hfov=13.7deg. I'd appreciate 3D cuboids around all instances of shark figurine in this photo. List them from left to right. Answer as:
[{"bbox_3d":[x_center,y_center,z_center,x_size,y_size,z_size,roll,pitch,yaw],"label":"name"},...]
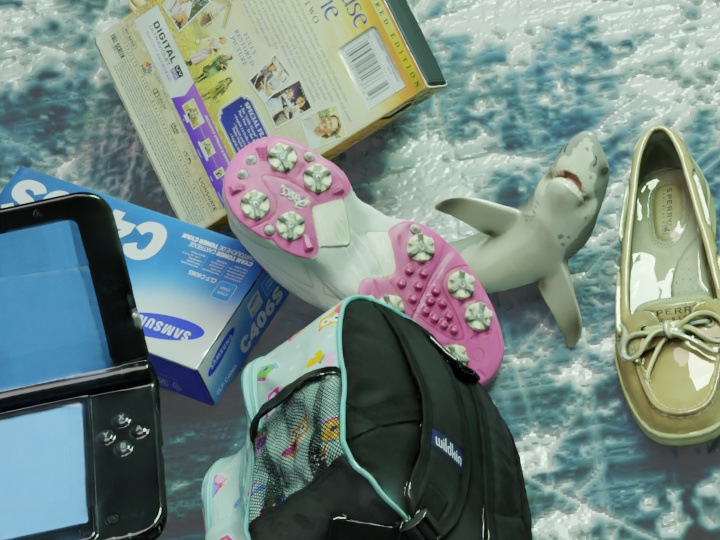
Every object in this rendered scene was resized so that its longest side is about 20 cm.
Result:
[{"bbox_3d":[0.076,-0.024,1.815,0.214,0.129,0.089,-5,24,35],"label":"shark figurine"}]

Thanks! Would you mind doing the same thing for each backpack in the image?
[{"bbox_3d":[0.006,0.120,1.647,0.153,0.176,0.200,-35,32,29],"label":"backpack"}]

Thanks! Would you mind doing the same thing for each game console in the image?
[{"bbox_3d":[-0.221,0.073,1.699,0.199,0.117,0.176,-12,50,6],"label":"game console"}]

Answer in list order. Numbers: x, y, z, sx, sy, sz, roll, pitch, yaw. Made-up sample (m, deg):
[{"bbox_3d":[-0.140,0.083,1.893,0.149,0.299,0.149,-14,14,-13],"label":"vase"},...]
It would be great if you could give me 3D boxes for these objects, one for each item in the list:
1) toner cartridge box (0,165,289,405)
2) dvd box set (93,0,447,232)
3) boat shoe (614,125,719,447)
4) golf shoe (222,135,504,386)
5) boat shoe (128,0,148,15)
[{"bbox_3d":[-0.152,0.007,1.865,0.199,0.043,0.095,18,62,28],"label":"toner cartridge box"},{"bbox_3d":[-0.058,-0.129,1.851,0.200,0.029,0.147,-32,80,28],"label":"dvd box set"},{"bbox_3d":[0.180,0.009,1.748,0.073,0.063,0.201,-5,52,13],"label":"boat shoe"},{"bbox_3d":[0.000,0.000,1.786,0.200,0.092,0.075,41,72,-1],"label":"golf shoe"},{"bbox_3d":[-0.059,-0.138,1.913,0.200,0.063,0.073,12,32,29],"label":"boat shoe"}]
